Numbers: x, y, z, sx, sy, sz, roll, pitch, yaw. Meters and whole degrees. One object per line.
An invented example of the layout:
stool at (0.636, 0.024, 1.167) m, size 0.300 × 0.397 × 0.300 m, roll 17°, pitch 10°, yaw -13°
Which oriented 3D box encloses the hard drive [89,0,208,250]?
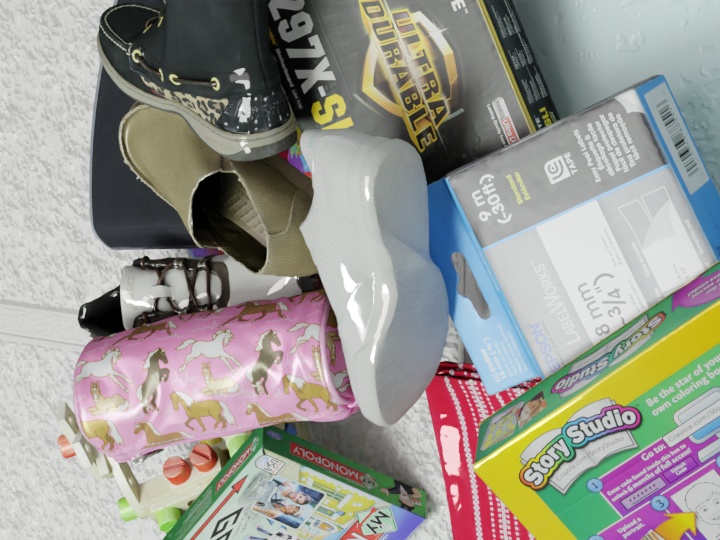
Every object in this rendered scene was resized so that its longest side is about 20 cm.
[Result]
hard drive at (-0.136, -0.116, 1.592) m, size 0.134 × 0.042 × 0.201 m, roll 0°, pitch 80°, yaw 39°

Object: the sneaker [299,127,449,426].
sneaker at (0.000, 0.000, 1.399) m, size 0.088 × 0.075 × 0.201 m, roll 19°, pitch 125°, yaw 36°

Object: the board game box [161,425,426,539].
board game box at (-0.064, 0.199, 1.564) m, size 0.200 × 0.134 × 0.029 m, roll -50°, pitch 25°, yaw 33°

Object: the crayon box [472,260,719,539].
crayon box at (0.196, 0.111, 1.302) m, size 0.200 × 0.058 × 0.173 m, roll -36°, pitch 104°, yaw 23°

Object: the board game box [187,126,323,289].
board game box at (-0.079, -0.036, 1.589) m, size 0.158 × 0.039 × 0.200 m, roll -48°, pitch 68°, yaw 34°

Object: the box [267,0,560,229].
box at (0.030, -0.128, 1.430) m, size 0.159 × 0.049 × 0.201 m, roll -20°, pitch 94°, yaw 33°

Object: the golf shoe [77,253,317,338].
golf shoe at (-0.114, 0.024, 1.534) m, size 0.200 × 0.094 × 0.078 m, roll -26°, pitch 58°, yaw 40°

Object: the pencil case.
pencil case at (-0.090, 0.070, 1.476) m, size 0.199 × 0.083 × 0.087 m, roll -14°, pitch 120°, yaw 21°

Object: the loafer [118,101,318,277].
loafer at (-0.095, -0.059, 1.473) m, size 0.200 × 0.067 × 0.076 m, roll 31°, pitch 121°, yaw 32°

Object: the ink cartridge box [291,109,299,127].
ink cartridge box at (0.006, -0.126, 1.492) m, size 0.200 × 0.039 × 0.100 m, roll 33°, pitch 116°, yaw 18°

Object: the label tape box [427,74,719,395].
label tape box at (0.121, -0.011, 1.351) m, size 0.199 × 0.063 × 0.145 m, roll -25°, pitch 93°, yaw 27°

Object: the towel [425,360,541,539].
towel at (0.125, 0.135, 1.433) m, size 0.200 × 0.022 × 0.145 m, roll 5°, pitch 111°, yaw 47°

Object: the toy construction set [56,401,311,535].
toy construction set at (-0.117, 0.130, 1.584) m, size 0.199 × 0.131 × 0.092 m, roll -10°, pitch 56°, yaw 19°

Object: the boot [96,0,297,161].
boot at (-0.112, -0.176, 1.444) m, size 0.203 × 0.073 × 0.154 m, roll 38°, pitch 143°, yaw 44°
